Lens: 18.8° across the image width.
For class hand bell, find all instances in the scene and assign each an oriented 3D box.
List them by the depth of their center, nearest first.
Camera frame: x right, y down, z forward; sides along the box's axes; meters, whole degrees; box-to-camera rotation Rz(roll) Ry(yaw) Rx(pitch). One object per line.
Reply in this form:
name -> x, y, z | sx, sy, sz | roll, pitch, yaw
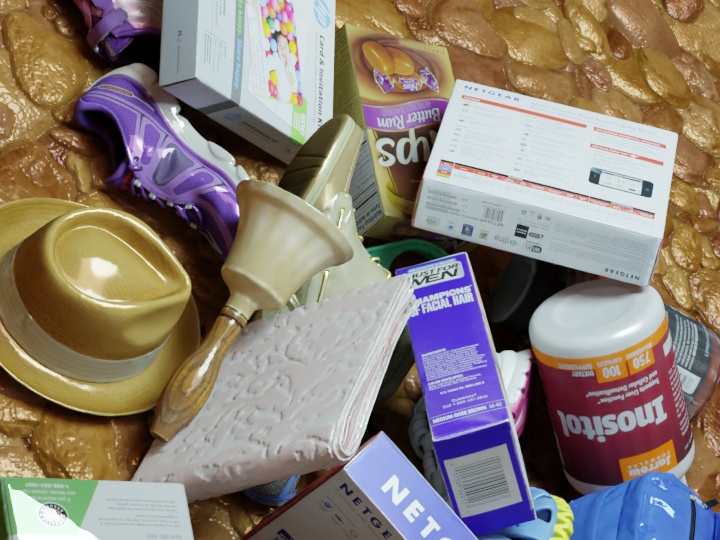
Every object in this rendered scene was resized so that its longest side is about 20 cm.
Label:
hand bell -> -0.099, 0.043, 1.632 | 0.104, 0.104, 0.200 | 35, 73, -13

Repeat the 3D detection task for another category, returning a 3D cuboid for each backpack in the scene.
backpack -> 0.250, 0.255, 1.728 | 0.200, 0.168, 0.163 | 48, 32, -24

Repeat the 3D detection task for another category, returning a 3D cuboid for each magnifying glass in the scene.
magnifying glass -> 0.000, 0.000, 1.824 | 0.200, 0.022, 0.080 | 14, 68, -25

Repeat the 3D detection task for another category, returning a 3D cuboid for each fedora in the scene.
fedora -> -0.195, 0.012, 1.628 | 0.200, 0.082, 0.201 | 20, 51, -27

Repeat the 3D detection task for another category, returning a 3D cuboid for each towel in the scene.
towel -> -0.061, 0.093, 1.602 | 0.032, 0.200, 0.191 | 54, 39, -24

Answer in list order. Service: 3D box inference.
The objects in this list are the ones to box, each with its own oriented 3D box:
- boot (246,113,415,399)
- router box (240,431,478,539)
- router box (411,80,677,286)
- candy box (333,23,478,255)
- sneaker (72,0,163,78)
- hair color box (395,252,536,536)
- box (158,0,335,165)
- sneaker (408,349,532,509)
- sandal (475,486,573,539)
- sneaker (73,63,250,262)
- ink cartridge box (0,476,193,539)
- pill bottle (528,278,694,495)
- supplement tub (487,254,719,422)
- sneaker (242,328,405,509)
boot -> -0.001, -0.011, 1.771 | 0.155, 0.073, 0.200 | 27, 71, -21
router box -> 0.024, 0.233, 1.575 | 0.200, 0.179, 0.049 | 48, 51, 1
router box -> 0.158, -0.076, 1.819 | 0.200, 0.049, 0.180 | 15, 33, 5
candy box -> 0.036, -0.112, 1.914 | 0.117, 0.056, 0.200 | 9, 58, -35
sneaker -> -0.204, -0.221, 1.790 | 0.200, 0.080, 0.089 | 37, 53, -13
hair color box -> 0.079, 0.092, 1.655 | 0.200, 0.065, 0.109 | -104, 177, -51
box -> -0.090, -0.189, 1.802 | 0.200, 0.041, 0.156 | 31, 55, -54
sneaker -> 0.077, 0.145, 1.755 | 0.088, 0.081, 0.200 | 12, 52, 11
sandal -> 0.110, 0.215, 1.644 | 0.087, 0.080, 0.200 | 23, 18, -3
sneaker -> -0.155, -0.071, 1.739 | 0.083, 0.081, 0.200 | -36, 77, -32
ink cartridge box -> -0.182, 0.247, 1.476 | 0.146, 0.084, 0.200 | 7, 58, -34
pill bottle -> 0.213, 0.117, 1.801 | 0.113, 0.113, 0.200 | -45, 127, -46
supplement tub -> 0.210, 0.057, 1.896 | 0.200, 0.107, 0.107 | 28, 47, -19
sneaker -> -0.034, 0.102, 1.683 | 0.200, 0.075, 0.078 | -46, 116, -19
